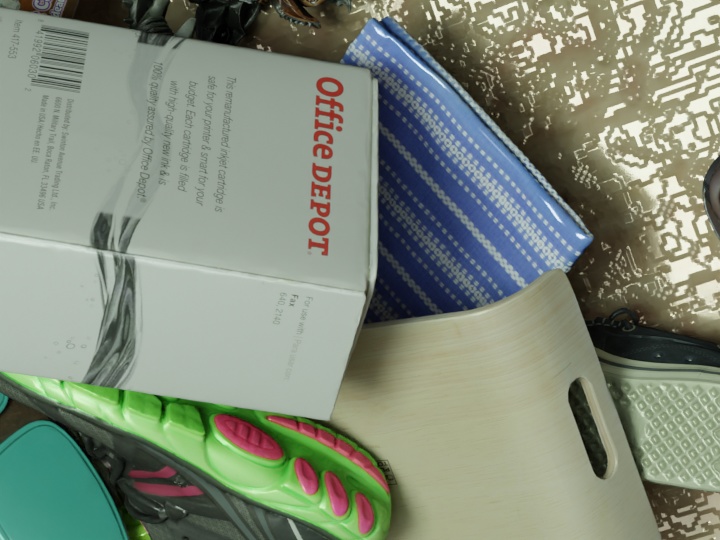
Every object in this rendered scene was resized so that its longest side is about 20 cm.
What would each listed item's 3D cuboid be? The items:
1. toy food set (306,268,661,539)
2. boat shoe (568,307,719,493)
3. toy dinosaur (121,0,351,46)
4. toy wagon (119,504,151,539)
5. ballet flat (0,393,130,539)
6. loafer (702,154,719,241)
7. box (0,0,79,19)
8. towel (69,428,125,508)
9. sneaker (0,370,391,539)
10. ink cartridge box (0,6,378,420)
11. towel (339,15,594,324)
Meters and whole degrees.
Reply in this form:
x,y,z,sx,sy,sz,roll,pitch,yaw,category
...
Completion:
x,y,z,sx,sy,sz,roll,pitch,yaw,category
0.022,0.076,1.132,0.200,0.060,0.144,-8,113,33,toy food set
0.112,0.057,1.143,0.200,0.062,0.075,10,105,32,boat shoe
-0.061,-0.143,1.167,0.200,0.102,0.136,9,84,53,toy dinosaur
-0.082,0.171,1.177,0.200,0.040,0.155,-10,121,24,toy wagon
-0.171,0.078,1.112,0.071,0.069,0.200,-28,99,50,ballet flat
0.215,0.030,1.103,0.072,0.063,0.200,-39,85,18,loafer
-0.215,-0.091,1.168,0.137,0.039,0.200,8,125,-23,box
-0.210,0.069,1.193,0.200,0.048,0.171,0,128,19,towel
-0.085,0.081,1.083,0.200,0.077,0.084,32,118,-5,sneaker
-0.099,-0.028,1.053,0.200,0.146,0.086,10,132,-8,ink cartridge box
0.000,0.000,1.155,0.145,0.024,0.200,48,124,13,towel
